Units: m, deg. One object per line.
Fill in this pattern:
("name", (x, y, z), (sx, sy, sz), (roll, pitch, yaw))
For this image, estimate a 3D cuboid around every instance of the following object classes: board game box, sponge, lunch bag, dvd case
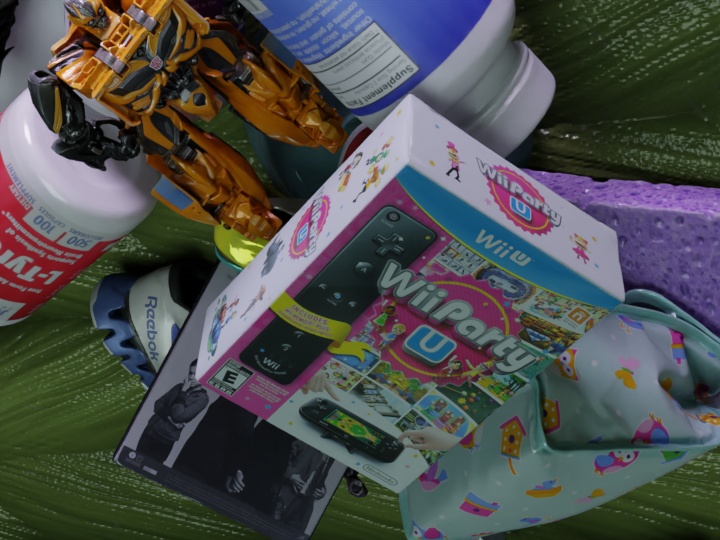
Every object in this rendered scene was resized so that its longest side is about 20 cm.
("board game box", (0.023, 0.020, 0.811), (0.147, 0.064, 0.200), (31, 126, -20))
("sponge", (0.194, -0.005, 0.940), (0.199, 0.030, 0.112), (7, 132, 14))
("lunch bag", (0.139, 0.096, 0.950), (0.199, 0.122, 0.170), (1, 152, -32))
("dvd case", (-0.059, 0.075, 1.011), (0.150, 0.025, 0.201), (28, 91, -12))

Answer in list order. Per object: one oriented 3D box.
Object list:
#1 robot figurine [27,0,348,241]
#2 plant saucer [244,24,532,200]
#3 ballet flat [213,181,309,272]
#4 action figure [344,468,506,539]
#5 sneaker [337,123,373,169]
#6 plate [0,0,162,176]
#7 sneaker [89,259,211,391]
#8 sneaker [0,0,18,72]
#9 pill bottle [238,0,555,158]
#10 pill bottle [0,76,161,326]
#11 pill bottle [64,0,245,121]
("robot figurine", (-0.095, -0.101, 0.841), (0.058, 0.145, 0.200), (36, 180, 39))
("plant saucer", (0.011, -0.091, 0.949), (0.199, 0.036, 0.201), (9, 126, 13))
("ballet flat", (0.000, 0.000, 0.962), (0.199, 0.067, 0.067), (26, 121, -8))
("action figure", (0.048, 0.147, 1.079), (0.130, 0.069, 0.200), (-16, 113, 38))
("sneaker", (0.004, 0.013, 0.881), (0.071, 0.113, 0.201), (4, 101, -1))
("plate", (-0.243, -0.121, 1.020), (0.199, 0.032, 0.200), (-16, 117, 29))
("sneaker", (-0.099, 0.070, 1.069), (0.115, 0.081, 0.200), (-24, 111, 33))
("sneaker", (-0.254, -0.151, 0.946), (0.200, 0.067, 0.091), (-23, 115, 35))
("pill bottle", (0.014, -0.147, 0.805), (0.200, 0.112, 0.112), (42, 126, -20))
("pill bottle", (-0.234, -0.033, 0.987), (0.112, 0.112, 0.200), (45, 126, -13))
("pill bottle", (-0.122, -0.195, 0.875), (0.112, 0.113, 0.201), (14, 127, 10))
